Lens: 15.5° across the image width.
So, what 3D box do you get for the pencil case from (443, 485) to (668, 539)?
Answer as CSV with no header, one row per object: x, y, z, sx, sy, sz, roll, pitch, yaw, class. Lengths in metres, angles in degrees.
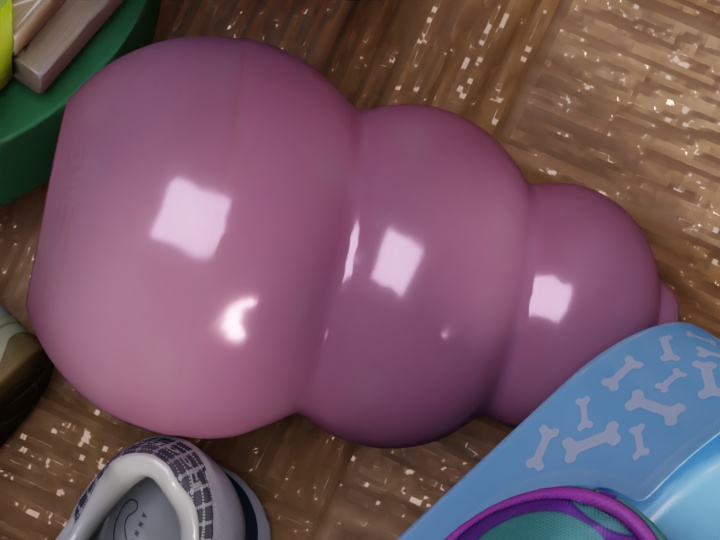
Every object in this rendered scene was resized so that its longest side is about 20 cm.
0.092,0.142,0.739,0.092,0.200,0.085,-8,55,34,pencil case

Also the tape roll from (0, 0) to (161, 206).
-0.163,-0.110,0.868,0.199,0.048,0.202,2,66,-5,tape roll

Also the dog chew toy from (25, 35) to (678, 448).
0.000,0.000,0.822,0.199,0.125,0.125,12,81,-7,dog chew toy

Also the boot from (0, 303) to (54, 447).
-0.220,0.048,0.864,0.200,0.072,0.155,-44,77,-7,boot

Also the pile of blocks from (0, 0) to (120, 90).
-0.162,-0.067,0.780,0.199,0.062,0.082,-26,71,-16,pile of blocks

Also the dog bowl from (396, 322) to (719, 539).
0.054,0.095,0.802,0.200,0.112,0.050,-42,61,-1,dog bowl

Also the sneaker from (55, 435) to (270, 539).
-0.093,0.146,0.824,0.076,0.081,0.201,17,83,9,sneaker
